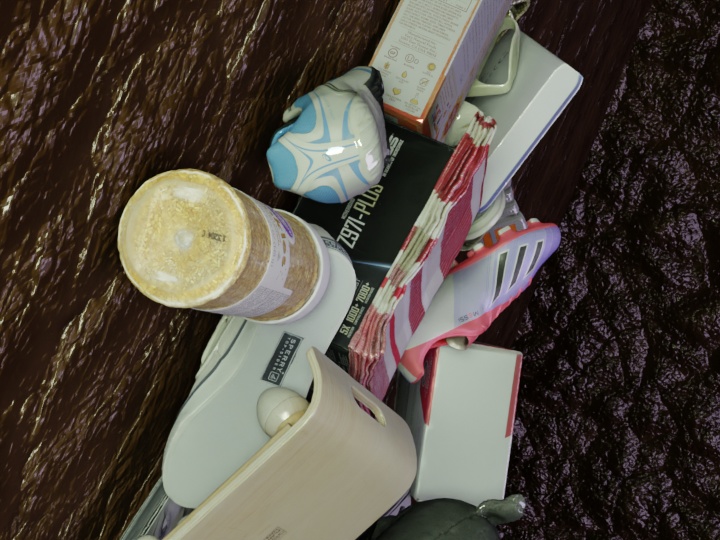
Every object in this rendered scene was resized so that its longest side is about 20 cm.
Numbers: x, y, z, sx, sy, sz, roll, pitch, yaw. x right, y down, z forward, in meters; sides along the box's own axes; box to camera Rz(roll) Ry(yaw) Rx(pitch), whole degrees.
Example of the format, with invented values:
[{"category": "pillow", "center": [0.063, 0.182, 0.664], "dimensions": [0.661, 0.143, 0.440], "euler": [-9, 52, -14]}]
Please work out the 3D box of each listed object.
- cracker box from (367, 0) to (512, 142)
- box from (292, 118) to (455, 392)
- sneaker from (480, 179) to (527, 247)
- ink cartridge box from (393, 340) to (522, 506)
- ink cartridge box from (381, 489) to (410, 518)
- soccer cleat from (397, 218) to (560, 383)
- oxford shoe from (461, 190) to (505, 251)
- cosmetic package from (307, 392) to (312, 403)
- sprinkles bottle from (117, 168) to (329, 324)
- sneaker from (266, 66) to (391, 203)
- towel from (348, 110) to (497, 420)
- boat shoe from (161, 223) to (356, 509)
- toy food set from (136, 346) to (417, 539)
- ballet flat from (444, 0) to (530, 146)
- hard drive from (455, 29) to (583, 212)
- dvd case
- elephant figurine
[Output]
[{"category": "cracker box", "center": [0.065, -0.184, 1.095], "dimensions": [0.201, 0.058, 0.134], "euler": [-63, 171, -10]}, {"category": "box", "center": [0.000, 0.000, 1.097], "dimensions": [0.164, 0.086, 0.200], "euler": [-63, 169, -14]}, {"category": "sneaker", "center": [0.106, -0.109, 1.435], "dimensions": [0.112, 0.077, 0.201], "euler": [-109, -175, -55]}, {"category": "ink cartridge box", "center": [0.084, 0.135, 1.392], "dimensions": [0.200, 0.083, 0.146], "euler": [-179, -84, -84]}, {"category": "ink cartridge box", "center": [-0.033, 0.206, 1.270], "dimensions": [0.146, 0.084, 0.200], "euler": [-43, 159, -17]}, {"category": "soccer cleat", "center": [0.095, 0.022, 1.246], "dimensions": [0.200, 0.077, 0.067], "euler": [-27, 174, -28]}, {"category": "oxford shoe", "center": [0.090, -0.045, 1.309], "dimensions": [0.075, 0.058, 0.200], "euler": [-41, -169, -9]}, {"category": "cosmetic package", "center": [-0.001, 0.064, 1.333], "dimensions": [0.200, 0.051, 0.151], "euler": [96, 18, -59]}, {"category": "sprinkles bottle", "center": [-0.068, -0.008, 0.803], "dimensions": [0.068, 0.068, 0.200], "euler": [-66, 169, 0]}, {"category": "sneaker", "center": [-0.018, -0.086, 0.924], "dimensions": [0.200, 0.072, 0.072], "euler": [-71, 153, -78]}, {"category": "towel", "center": [0.044, 0.003, 1.033], "dimensions": [0.200, 0.023, 0.144], "euler": [-61, 169, -22]}, {"category": "boat shoe", "center": [-0.070, 0.060, 0.959], "dimensions": [0.201, 0.072, 0.066], "euler": [-64, -160, 15]}, {"category": "toy food set", "center": [-0.067, 0.145, 0.932], "dimensions": [0.200, 0.060, 0.144], "euler": [-42, 144, 3]}, {"category": "ballet flat", "center": [0.082, -0.153, 1.194], "dimensions": [0.201, 0.075, 0.068], "euler": [-62, 166, -18]}, {"category": "hard drive", "center": [0.113, -0.132, 1.239], "dimensions": [0.132, 0.025, 0.200], "euler": [-53, -164, 11]}, {"category": "dvd case", "center": [-0.127, 0.172, 1.044], "dimensions": [0.200, 0.016, 0.149], "euler": [-58, 167, -36]}, {"category": "elephant figurine", "center": [0.011, 0.249, 1.149], "dimensions": [0.200, 0.141, 0.156], "euler": [1, 93, -47]}]
